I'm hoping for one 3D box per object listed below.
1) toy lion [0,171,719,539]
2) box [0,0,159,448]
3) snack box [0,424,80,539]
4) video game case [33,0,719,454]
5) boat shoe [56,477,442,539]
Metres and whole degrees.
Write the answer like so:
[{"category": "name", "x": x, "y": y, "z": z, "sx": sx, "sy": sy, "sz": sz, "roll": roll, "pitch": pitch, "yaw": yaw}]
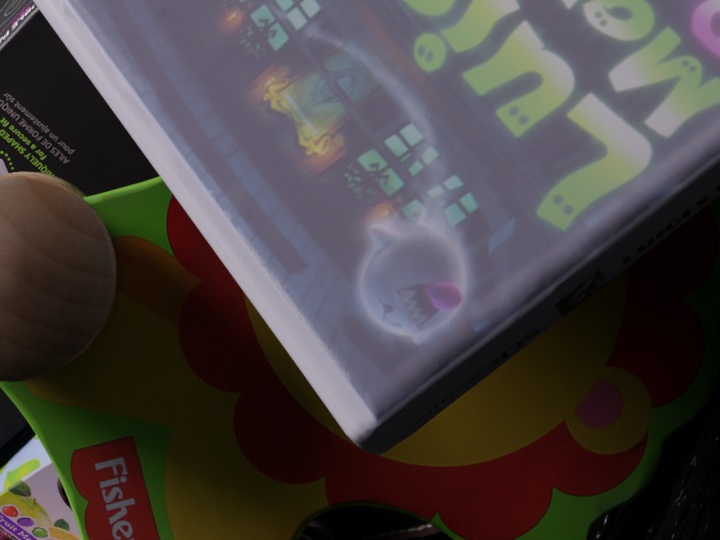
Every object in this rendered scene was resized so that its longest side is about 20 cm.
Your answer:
[{"category": "toy lion", "x": 0.001, "y": 0.030, "z": 0.485, "sx": 0.069, "sy": 0.191, "sz": 0.200, "roll": -154, "pitch": 51, "yaw": -84}, {"category": "box", "x": -0.144, "y": -0.038, "z": 0.863, "sx": 0.200, "sy": 0.124, "sz": 0.149, "roll": -41, "pitch": 22, "yaw": 15}, {"category": "snack box", "x": -0.088, "y": 0.026, "z": 0.890, "sx": 0.142, "sy": 0.053, "sz": 0.200, "roll": -34, "pitch": 25, "yaw": 37}, {"category": "video game case", "x": 0.016, "y": -0.093, "z": 0.437, "sx": 0.182, "sy": 0.200, "sz": 0.023, "roll": -38, "pitch": -18, "yaw": 3}, {"category": "boat shoe", "x": -0.026, "y": 0.064, "z": 0.652, "sx": 0.070, "sy": 0.070, "sz": 0.200, "roll": -41, "pitch": 19, "yaw": -32}]
